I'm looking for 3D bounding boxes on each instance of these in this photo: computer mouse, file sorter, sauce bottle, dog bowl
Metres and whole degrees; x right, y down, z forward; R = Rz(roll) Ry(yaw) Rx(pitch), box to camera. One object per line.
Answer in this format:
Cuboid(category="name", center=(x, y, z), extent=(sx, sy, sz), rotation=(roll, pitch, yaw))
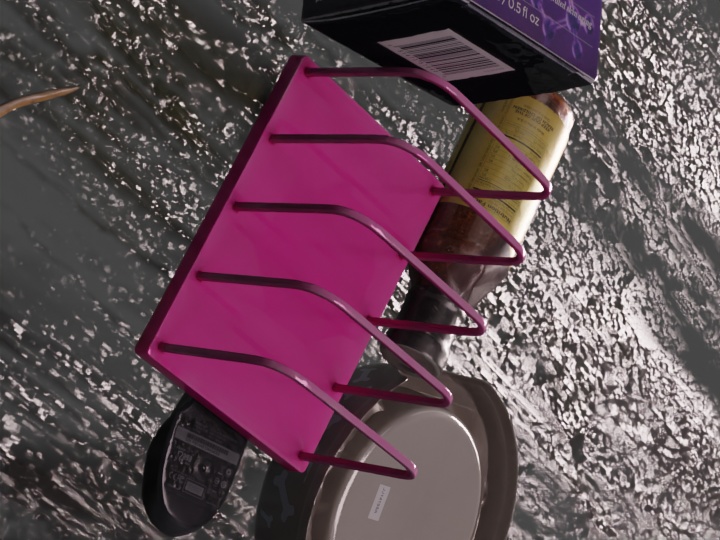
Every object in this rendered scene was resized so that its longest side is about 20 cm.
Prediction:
Cuboid(category="computer mouse", center=(-0.080, 0.057, 1.321), extent=(0.059, 0.034, 0.200), rotation=(33, 73, -38))
Cuboid(category="file sorter", center=(0.000, 0.000, 1.281), extent=(0.139, 0.125, 0.200), rotation=(41, 67, -36))
Cuboid(category="sauce bottle", center=(0.068, -0.026, 1.407), extent=(0.066, 0.066, 0.200), rotation=(51, 57, -45))
Cuboid(category="dog bowl", center=(0.014, 0.149, 1.433), extent=(0.200, 0.059, 0.200), rotation=(-19, 117, -44))

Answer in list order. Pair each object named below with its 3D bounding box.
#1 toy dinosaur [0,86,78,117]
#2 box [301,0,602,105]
Cuboid(category="toy dinosaur", center=(-0.222, -0.021, 1.118), extent=(0.200, 0.060, 0.106), rotation=(-64, 164, -1))
Cuboid(category="box", center=(0.058, -0.211, 1.272), extent=(0.148, 0.104, 0.200), rotation=(22, 68, -50))
